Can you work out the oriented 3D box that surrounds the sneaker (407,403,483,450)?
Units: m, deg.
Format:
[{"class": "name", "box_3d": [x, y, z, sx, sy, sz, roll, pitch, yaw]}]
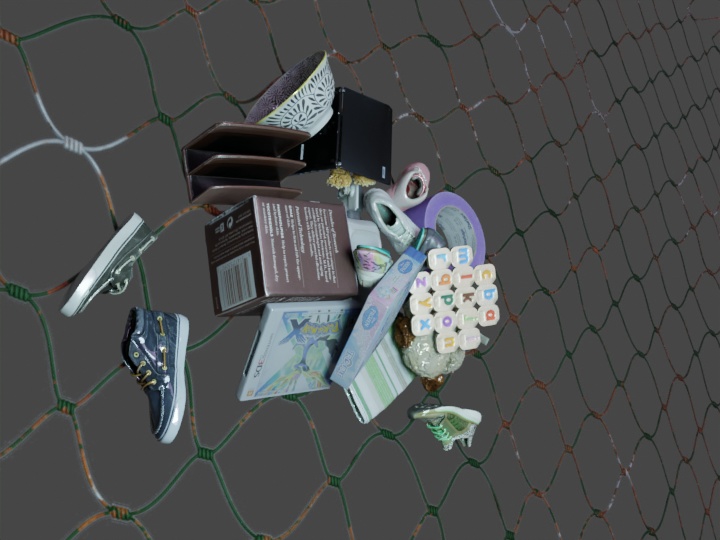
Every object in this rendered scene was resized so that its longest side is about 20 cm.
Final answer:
[{"class": "sneaker", "box_3d": [0.175, 0.322, 1.487, 0.198, 0.076, 0.090, 16, 74, -36]}]

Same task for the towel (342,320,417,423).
[{"class": "towel", "box_3d": [0.031, 0.188, 1.430, 0.199, 0.030, 0.151, -33, 101, -46]}]

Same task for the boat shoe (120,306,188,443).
[{"class": "boat shoe", "box_3d": [-0.316, 0.155, 1.092, 0.090, 0.071, 0.203, 17, 58, -36]}]

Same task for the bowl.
[{"class": "bowl", "box_3d": [-0.112, -0.303, 1.343, 0.094, 0.199, 0.202, 46, 50, -25]}]

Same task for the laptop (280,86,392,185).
[{"class": "laptop", "box_3d": [-0.047, -0.255, 1.429, 0.103, 0.197, 0.180, 44, 44, -60]}]

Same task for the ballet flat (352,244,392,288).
[{"class": "ballet flat", "box_3d": [0.021, -0.006, 1.277, 0.068, 0.200, 0.072, 16, 92, 5]}]

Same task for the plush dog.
[{"class": "plush dog", "box_3d": [0.153, 0.145, 1.466, 0.172, 0.160, 0.201, -41, 105, -36]}]

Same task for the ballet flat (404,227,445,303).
[{"class": "ballet flat", "box_3d": [0.111, 0.010, 1.452, 0.072, 0.202, 0.073, 24, 22, -10]}]

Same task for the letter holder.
[{"class": "letter holder", "box_3d": [-0.187, -0.183, 1.269, 0.198, 0.141, 0.102, -2, 77, -43]}]

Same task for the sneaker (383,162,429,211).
[{"class": "sneaker", "box_3d": [0.121, -0.187, 1.583, 0.076, 0.104, 0.200, 56, 46, -10]}]

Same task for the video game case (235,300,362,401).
[{"class": "video game case", "box_3d": [-0.103, 0.135, 1.240, 0.198, 0.022, 0.184, -1, 121, -43]}]

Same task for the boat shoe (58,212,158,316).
[{"class": "boat shoe", "box_3d": [-0.371, -0.001, 1.088, 0.064, 0.070, 0.201, 44, 49, -21]}]

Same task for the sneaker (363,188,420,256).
[{"class": "sneaker", "box_3d": [0.079, -0.077, 1.469, 0.200, 0.070, 0.080, 45, 8, -15]}]

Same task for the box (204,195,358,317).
[{"class": "box", "box_3d": [-0.137, -0.019, 1.243, 0.198, 0.165, 0.167, 1, 75, -43]}]

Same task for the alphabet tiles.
[{"class": "alphabet tiles", "box_3d": [0.180, 0.056, 1.411, 0.193, 0.015, 0.203, -7, 93, -21]}]

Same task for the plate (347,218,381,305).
[{"class": "plate", "box_3d": [0.000, 0.000, 1.384, 0.199, 0.032, 0.203, 2, 86, -65]}]

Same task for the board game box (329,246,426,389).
[{"class": "board game box", "box_3d": [0.033, 0.082, 1.296, 0.043, 0.202, 0.199, 30, 34, 8]}]

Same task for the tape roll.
[{"class": "tape roll", "box_3d": [0.183, -0.066, 1.612, 0.198, 0.084, 0.203, 17, 65, -39]}]

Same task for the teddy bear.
[{"class": "teddy bear", "box_3d": [-0.026, -0.250, 1.460, 0.067, 0.143, 0.203, 81, 16, -62]}]

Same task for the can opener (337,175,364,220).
[{"class": "can opener", "box_3d": [-0.016, -0.097, 1.460, 0.066, 0.052, 0.203, 20, 63, -37]}]
